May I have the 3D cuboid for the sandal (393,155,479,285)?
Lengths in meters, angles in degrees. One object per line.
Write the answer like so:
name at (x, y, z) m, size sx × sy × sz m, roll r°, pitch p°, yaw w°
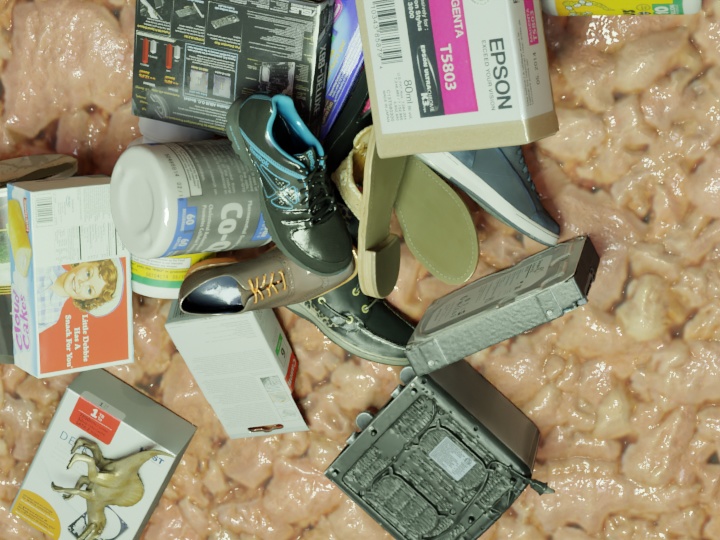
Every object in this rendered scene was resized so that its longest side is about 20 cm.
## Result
sandal at (0.068, -0.075, 1.546) m, size 0.078 × 0.069 × 0.212 m, roll -44°, pitch 71°, yaw 16°

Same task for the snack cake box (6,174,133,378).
snack cake box at (-0.309, 0.004, 1.557) m, size 0.067 × 0.114 × 0.203 m, roll 16°, pitch 110°, yaw 52°

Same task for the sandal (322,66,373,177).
sandal at (0.025, -0.176, 1.495) m, size 0.045 × 0.075 × 0.201 m, roll 39°, pitch 106°, yaw 34°

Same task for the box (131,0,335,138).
box at (-0.131, -0.218, 1.470) m, size 0.198 × 0.050 × 0.159 m, roll 13°, pitch 117°, yaw 12°

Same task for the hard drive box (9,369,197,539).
hard drive box at (-0.312, 0.240, 1.756) m, size 0.155 × 0.077 × 0.201 m, roll 30°, pitch 114°, yaw 3°

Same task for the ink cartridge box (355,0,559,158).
ink cartridge box at (0.086, -0.214, 1.357) m, size 0.163 × 0.075 × 0.203 m, roll -4°, pitch 101°, yaw 32°

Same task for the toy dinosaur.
toy dinosaur at (-0.292, 0.236, 1.687) m, size 0.101 × 0.058 × 0.200 m, roll 32°, pitch 123°, yaw -15°

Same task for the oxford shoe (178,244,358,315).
oxford shoe at (-0.096, 0.016, 1.528) m, size 0.198 × 0.073 × 0.072 m, roll -14°, pitch 108°, yaw 11°

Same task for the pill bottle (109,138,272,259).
pill bottle at (-0.145, -0.076, 1.485) m, size 0.113 × 0.198 × 0.115 m, roll 11°, pitch 105°, yaw 49°

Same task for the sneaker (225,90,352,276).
sneaker at (-0.062, -0.083, 1.424) m, size 0.082 × 0.073 × 0.201 m, roll -9°, pitch 116°, yaw 57°

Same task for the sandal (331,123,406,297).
sandal at (0.000, -0.080, 1.484) m, size 0.069 × 0.077 × 0.214 m, roll 12°, pitch 111°, yaw 28°

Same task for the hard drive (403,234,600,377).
hard drive at (0.149, 0.035, 1.517) m, size 0.198 × 0.140 × 0.038 m, roll -24°, pitch 102°, yaw 23°

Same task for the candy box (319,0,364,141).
candy box at (-0.081, -0.261, 1.508) m, size 0.199 × 0.077 × 0.170 m, roll 30°, pitch 116°, yaw 2°

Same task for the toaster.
toaster at (0.091, 0.210, 1.609) m, size 0.200 × 0.119 × 0.181 m, roll 41°, pitch 115°, yaw -1°

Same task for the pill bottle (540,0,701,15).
pill bottle at (0.224, -0.300, 1.380) m, size 0.197 × 0.113 × 0.114 m, roll 2°, pitch 110°, yaw 14°

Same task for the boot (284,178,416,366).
boot at (-0.001, 0.000, 1.574) m, size 0.202 × 0.074 × 0.155 m, roll 31°, pitch 123°, yaw 7°

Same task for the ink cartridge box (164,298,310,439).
ink cartridge box at (-0.133, 0.107, 1.661) m, size 0.108 × 0.051 × 0.201 m, roll -8°, pitch 132°, yaw 18°

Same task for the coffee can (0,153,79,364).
coffee can at (-0.372, -0.015, 1.641) m, size 0.145 × 0.146 × 0.202 m, roll -3°, pitch 109°, yaw 16°

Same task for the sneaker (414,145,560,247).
sneaker at (0.164, -0.125, 1.489) m, size 0.202 × 0.077 × 0.147 m, roll 36°, pitch 89°, yaw -29°

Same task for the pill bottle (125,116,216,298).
pill bottle at (-0.206, -0.081, 1.589) m, size 0.111 × 0.113 × 0.202 m, roll 12°, pitch 112°, yaw 11°
